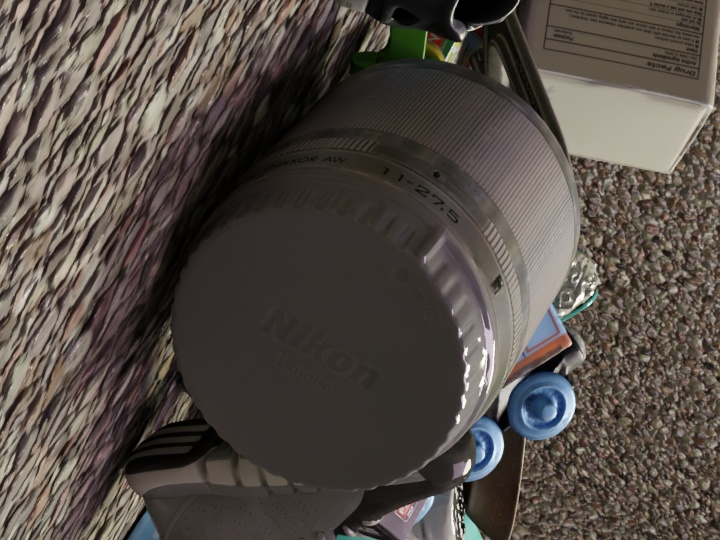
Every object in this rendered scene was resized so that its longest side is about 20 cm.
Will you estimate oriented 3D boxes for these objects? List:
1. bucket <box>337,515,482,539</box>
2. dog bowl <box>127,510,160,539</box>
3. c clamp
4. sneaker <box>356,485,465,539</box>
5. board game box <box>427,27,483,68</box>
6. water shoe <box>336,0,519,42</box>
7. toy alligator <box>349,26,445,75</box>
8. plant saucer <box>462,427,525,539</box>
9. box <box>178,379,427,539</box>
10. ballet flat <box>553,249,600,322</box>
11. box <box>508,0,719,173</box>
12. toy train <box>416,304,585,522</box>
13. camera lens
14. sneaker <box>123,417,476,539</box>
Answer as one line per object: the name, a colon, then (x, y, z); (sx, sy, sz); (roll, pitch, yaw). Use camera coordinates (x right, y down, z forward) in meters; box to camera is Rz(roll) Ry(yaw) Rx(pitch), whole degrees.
bucket: (-0.005, 0.216, 1.553); (0.207, 0.135, 0.207); (-19, -173, 2)
dog bowl: (-0.143, 0.229, 1.275); (0.200, 0.049, 0.111); (-62, 173, 1)
c clamp: (0.102, -0.080, 1.282); (0.171, 0.027, 0.200); (90, -13, -49)
sneaker: (0.033, 0.126, 1.442); (0.200, 0.081, 0.075); (-80, 163, -67)
board game box: (0.054, -0.137, 1.357); (0.135, 0.029, 0.200); (-61, 174, 5)
water shoe: (0.041, -0.143, 1.001); (0.072, 0.079, 0.200); (-63, 173, 20)
toy alligator: (0.032, -0.058, 1.133); (0.059, 0.054, 0.201); (-83, 158, -65)
plant saucer: (0.095, 0.096, 1.485); (0.200, 0.034, 0.201); (-175, -90, -88)
box: (0.009, 0.029, 1.178); (0.048, 0.158, 0.200); (5, -122, 52)
ballet flat: (0.067, 0.039, 1.384); (0.200, 0.072, 0.072); (-36, 173, -1)
box: (0.172, -0.184, 1.388); (0.109, 0.127, 0.201); (107, -6, -67)
toy train: (0.046, 0.075, 1.303); (0.200, 0.114, 0.087); (-31, -156, -5)
camera lens: (0.012, -0.003, 1.006); (0.160, 0.160, 0.200); (-65, 173, 31)
sneaker: (-0.020, 0.132, 1.074); (0.075, 0.199, 0.116); (-43, 123, -54)
